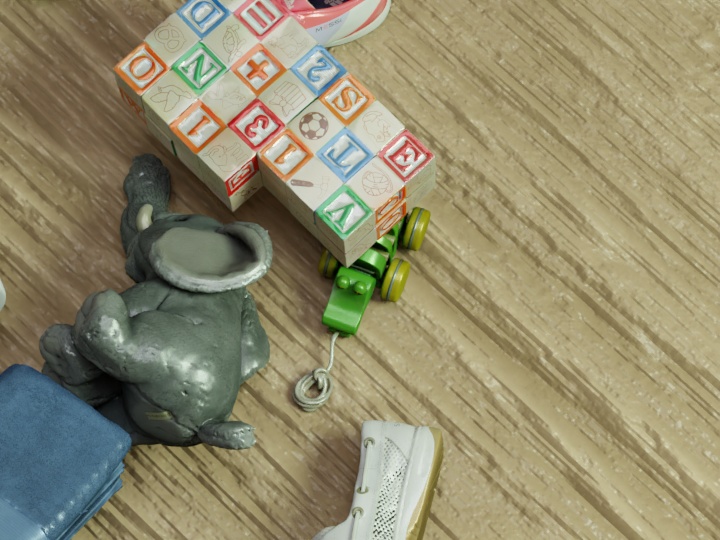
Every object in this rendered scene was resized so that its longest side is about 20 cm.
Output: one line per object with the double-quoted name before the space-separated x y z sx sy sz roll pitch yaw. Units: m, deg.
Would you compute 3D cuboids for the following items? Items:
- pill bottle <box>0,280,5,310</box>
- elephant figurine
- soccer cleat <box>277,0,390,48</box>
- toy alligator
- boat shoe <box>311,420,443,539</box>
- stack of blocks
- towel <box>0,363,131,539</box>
"pill bottle" -0.320 -0.050 1.695 0.113 0.113 0.201 -23 70 -11
"elephant figurine" -0.115 0.016 1.674 0.155 0.141 0.200 46 53 -14
"soccer cleat" -0.066 -0.170 1.775 0.199 0.073 0.068 -30 71 -14
"toy alligator" 0.000 0.000 1.715 0.059 0.054 0.201 20 68 7
"boat shoe" 0.000 0.190 1.630 0.069 0.071 0.201 13 61 8
"stack of blocks" -0.058 -0.097 1.691 0.115 0.059 0.200 -43 76 -11
"towel" -0.242 0.152 1.586 0.111 0.049 0.200 36 53 9
